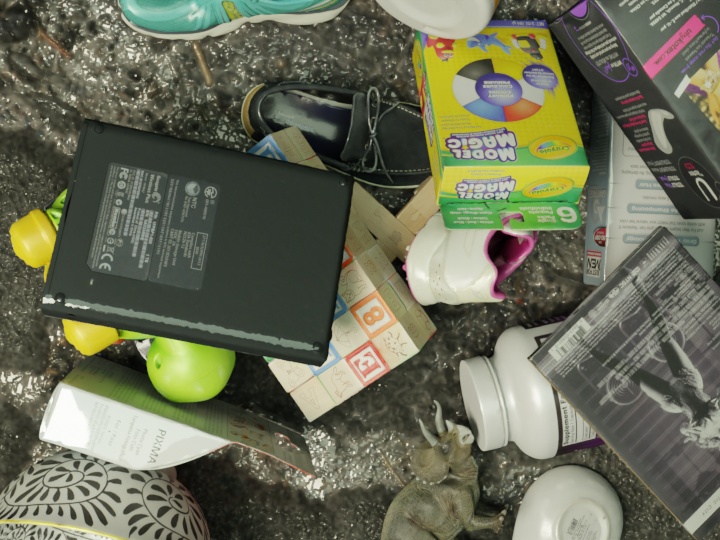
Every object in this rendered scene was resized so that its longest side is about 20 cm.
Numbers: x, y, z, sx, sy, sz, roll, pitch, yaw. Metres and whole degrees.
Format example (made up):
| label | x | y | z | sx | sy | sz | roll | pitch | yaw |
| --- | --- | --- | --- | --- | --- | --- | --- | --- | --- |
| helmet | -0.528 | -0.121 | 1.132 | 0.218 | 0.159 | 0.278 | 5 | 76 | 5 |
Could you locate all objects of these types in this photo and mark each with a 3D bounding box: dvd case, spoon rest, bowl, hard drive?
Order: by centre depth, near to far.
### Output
| label | x | y | z | sx | sy | sz | roll | pitch | yaw |
| --- | --- | --- | --- | --- | --- | --- | --- | --- | --- |
| hard drive | -0.110 | -0.019 | 0.740 | 0.198 | 0.033 | 0.141 | 11 | 73 | -9 |
| dvd case | 0.250 | 0.089 | 0.819 | 0.149 | 0.016 | 0.200 | -44 | 94 | -1 |
| bowl | -0.198 | 0.195 | 0.829 | 0.199 | 0.201 | 0.095 | 16 | 57 | -7 |
| spoon rest | 0.163 | 0.267 | 0.922 | 0.099 | 0.061 | 0.201 | 32 | 76 | -9 |

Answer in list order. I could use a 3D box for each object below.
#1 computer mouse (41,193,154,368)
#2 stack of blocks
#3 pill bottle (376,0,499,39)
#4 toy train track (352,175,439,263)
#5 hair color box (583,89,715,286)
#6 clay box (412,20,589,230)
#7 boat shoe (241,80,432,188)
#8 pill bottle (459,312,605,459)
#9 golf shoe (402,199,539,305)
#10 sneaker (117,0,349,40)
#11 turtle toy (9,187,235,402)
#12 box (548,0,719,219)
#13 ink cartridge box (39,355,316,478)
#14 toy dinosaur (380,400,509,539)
| label | x | y | z | sx | sy | sz | roll | pitch | yaw |
| --- | --- | --- | --- | --- | --- | --- | --- | --- | --- |
| computer mouse | -0.159 | -0.009 | 0.871 | 0.140 | 0.046 | 0.200 | -41 | 88 | -2 |
| stack of blocks | -0.046 | 0.003 | 0.833 | 0.115 | 0.059 | 0.201 | -34 | 92 | 23 |
| pill bottle | 0.089 | -0.298 | 0.834 | 0.111 | 0.112 | 0.202 | 28 | 75 | -7 |
| toy train track | 0.000 | 0.000 | 0.893 | 0.115 | 0.033 | 0.200 | 41 | 96 | -13 |
| hair color box | 0.251 | -0.086 | 0.902 | 0.098 | 0.061 | 0.203 | 2 | 92 | -6 |
| clay box | 0.109 | -0.119 | 0.831 | 0.113 | 0.048 | 0.202 | -1 | 50 | -6 |
| boat shoe | -0.001 | -0.114 | 0.871 | 0.198 | 0.062 | 0.076 | 12 | 90 | -8 |
| pill bottle | 0.188 | 0.091 | 0.879 | 0.198 | 0.112 | 0.114 | -13 | 95 | -5 |
| golf shoe | 0.117 | -0.047 | 0.849 | 0.201 | 0.091 | 0.076 | -57 | 135 | -25 |
| sneaker | -0.099 | -0.236 | 0.844 | 0.198 | 0.080 | 0.078 | -9 | 94 | -5 |
| turtle toy | -0.163 | 0.009 | 0.792 | 0.145 | 0.101 | 0.201 | -30 | 83 | -18 |
| box | 0.256 | -0.149 | 0.807 | 0.106 | 0.122 | 0.201 | -37 | 96 | -3 |
| ink cartridge box | -0.138 | 0.128 | 0.820 | 0.198 | 0.160 | 0.048 | 22 | 89 | -7 |
| toy dinosaur | 0.064 | 0.217 | 0.902 | 0.102 | 0.077 | 0.201 | 30 | 104 | 11 |
